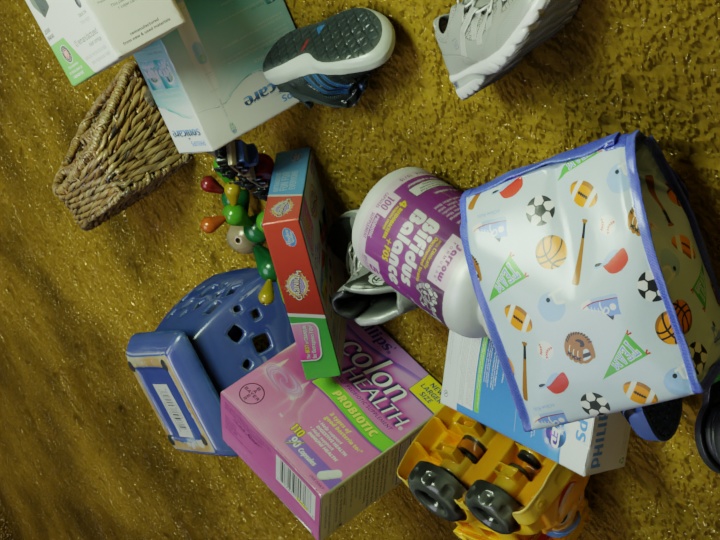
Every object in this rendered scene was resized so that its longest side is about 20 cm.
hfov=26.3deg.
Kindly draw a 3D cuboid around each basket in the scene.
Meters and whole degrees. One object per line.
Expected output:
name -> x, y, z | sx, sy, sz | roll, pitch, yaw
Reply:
basket -> -0.332, -0.151, 1.969 | 0.150, 0.142, 0.200 | 58, 153, -4

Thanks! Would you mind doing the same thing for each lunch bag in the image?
lunch bag -> 0.184, 0.004, 1.219 | 0.169, 0.124, 0.201 | -19, 97, 33

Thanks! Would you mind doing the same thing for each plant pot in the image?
plant pot -> -0.172, 0.125, 1.952 | 0.200, 0.179, 0.201 | -6, 113, 60

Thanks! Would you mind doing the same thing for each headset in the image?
headset -> 0.338, 0.145, 1.253 | 0.123, 0.093, 0.202 | 33, 129, 47

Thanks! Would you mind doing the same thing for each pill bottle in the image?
pill bottle -> 0.093, -0.007, 1.433 | 0.200, 0.112, 0.113 | 35, 146, 37

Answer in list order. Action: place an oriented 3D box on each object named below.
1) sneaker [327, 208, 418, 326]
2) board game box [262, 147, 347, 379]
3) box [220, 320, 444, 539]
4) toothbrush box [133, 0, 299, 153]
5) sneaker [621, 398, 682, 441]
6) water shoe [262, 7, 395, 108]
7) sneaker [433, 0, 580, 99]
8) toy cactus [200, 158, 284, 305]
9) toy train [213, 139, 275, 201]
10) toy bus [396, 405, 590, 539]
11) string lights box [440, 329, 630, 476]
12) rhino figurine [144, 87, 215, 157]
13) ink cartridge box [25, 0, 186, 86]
sneaker -> 0.000, 0.000, 1.594 | 0.199, 0.115, 0.075 | 20, 135, 51
board game box -> -0.056, -0.008, 1.665 | 0.153, 0.040, 0.201 | -84, -17, -57
box -> -0.025, 0.166, 1.721 | 0.176, 0.199, 0.097 | 43, 150, 28
toothbrush box -> -0.151, -0.239, 1.563 | 0.085, 0.146, 0.201 | 3, 123, 59
sneaker -> 0.213, 0.055, 1.334 | 0.078, 0.070, 0.201 | -15, 97, 49
water shoe -> -0.014, -0.200, 1.484 | 0.079, 0.072, 0.199 | 39, 162, -29
sneaker -> 0.106, -0.204, 1.240 | 0.082, 0.075, 0.200 | 56, 154, 0
toy cactus -> -0.131, -0.038, 1.822 | 0.200, 0.102, 0.165 | 52, 164, -7
toy train -> -0.114, -0.108, 1.665 | 0.200, 0.045, 0.034 | 31, -128, -75
toy bus -> 0.165, 0.235, 1.568 | 0.199, 0.136, 0.193 | 8, 139, 53
string lights box -> 0.165, 0.107, 1.452 | 0.199, 0.059, 0.104 | 24, 113, 48
rhino figurine -> -0.200, -0.214, 1.752 | 0.087, 0.060, 0.201 | -26, 99, 20
ink cartridge box -> -0.266, -0.290, 1.445 | 0.201, 0.084, 0.145 | 61, 154, -10
